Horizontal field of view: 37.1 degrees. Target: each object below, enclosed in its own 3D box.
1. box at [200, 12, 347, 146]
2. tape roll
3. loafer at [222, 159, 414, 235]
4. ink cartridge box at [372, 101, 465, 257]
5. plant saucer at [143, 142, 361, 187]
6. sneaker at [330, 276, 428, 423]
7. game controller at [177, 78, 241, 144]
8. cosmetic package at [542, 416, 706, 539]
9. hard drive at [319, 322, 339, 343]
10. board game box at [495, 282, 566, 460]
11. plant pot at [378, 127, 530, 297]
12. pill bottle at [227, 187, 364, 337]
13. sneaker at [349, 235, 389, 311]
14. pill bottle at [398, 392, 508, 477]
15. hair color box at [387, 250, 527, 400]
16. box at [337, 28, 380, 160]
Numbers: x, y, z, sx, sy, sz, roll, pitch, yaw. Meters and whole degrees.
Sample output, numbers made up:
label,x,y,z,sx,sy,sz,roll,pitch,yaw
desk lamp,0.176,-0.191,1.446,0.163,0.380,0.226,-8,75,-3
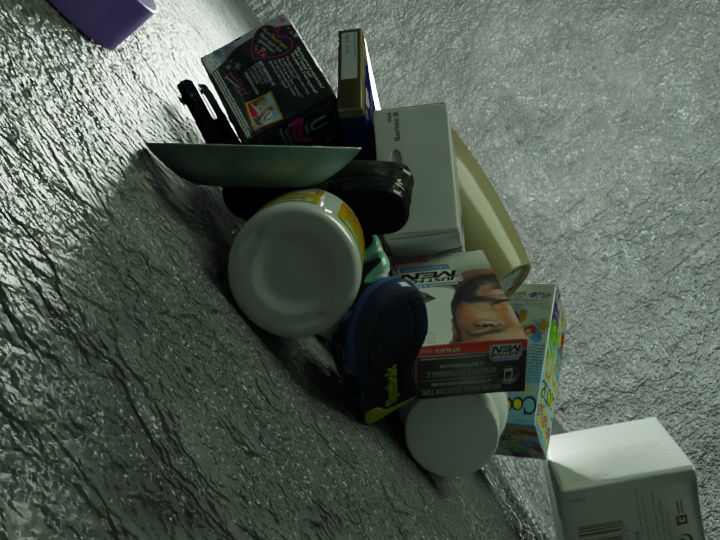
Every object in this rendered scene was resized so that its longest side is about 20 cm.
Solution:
label,x,y,z,sx,sy,sz,roll,pitch,yaw
box,-0.084,-0.171,1.229,0.133,0.114,0.200,60,-4,25
tape roll,-0.303,-0.329,1.121,0.200,0.065,0.200,50,8,-10
loafer,-0.042,-0.080,1.096,0.073,0.198,0.073,-69,160,-48
ink cartridge box,0.070,-0.085,1.204,0.200,0.083,0.147,53,31,-77
plant saucer,-0.098,-0.098,0.989,0.201,0.199,0.039,-61,153,-82
sneaker,0.008,0.059,0.945,0.083,0.073,0.201,58,-20,28
game controller,-0.159,-0.142,1.248,0.201,0.042,0.105,59,-4,42
cosmetic package,0.329,0.304,1.355,0.200,0.165,0.169,-79,158,-80
hard drive,-0.027,0.044,1.171,0.132,0.026,0.200,56,8,32
board game box,0.198,0.127,1.387,0.103,0.104,0.201,62,36,-52
plant pot,0.117,-0.046,1.374,0.200,0.187,0.187,49,6,21
pill bottle,-0.051,-0.015,0.962,0.111,0.111,0.200,50,7,-6
sneaker,0.000,0.000,1.154,0.140,0.077,0.201,58,11,-52
pill bottle,0.099,0.130,1.141,0.117,0.116,0.200,50,15,-10
hair color box,0.093,0.050,1.091,0.200,0.110,0.064,-106,-167,-62
box,0.005,-0.158,1.219,0.201,0.032,0.122,76,11,-54
